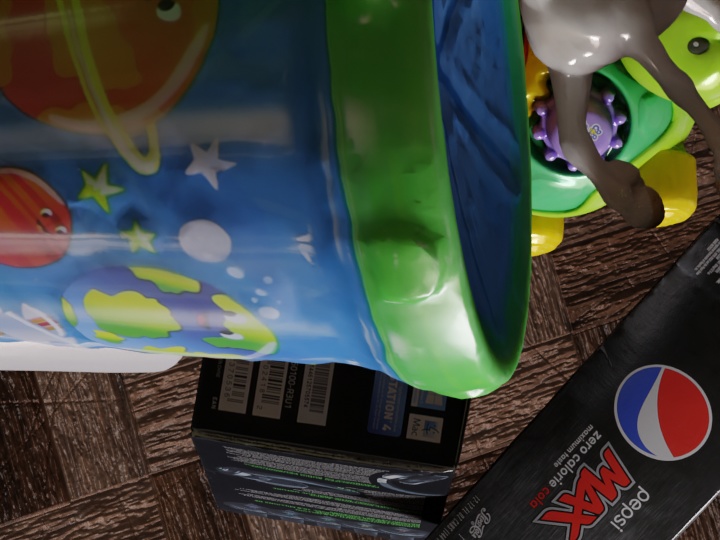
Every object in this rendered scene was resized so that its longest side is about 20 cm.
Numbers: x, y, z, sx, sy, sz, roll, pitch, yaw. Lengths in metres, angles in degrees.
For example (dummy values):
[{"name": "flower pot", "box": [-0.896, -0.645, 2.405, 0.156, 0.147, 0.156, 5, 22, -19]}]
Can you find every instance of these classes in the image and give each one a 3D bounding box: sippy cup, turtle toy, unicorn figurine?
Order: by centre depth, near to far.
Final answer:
[{"name": "sippy cup", "box": [-0.037, -0.038, 0.555, 0.130, 0.178, 0.140, -4, -148, 12]}, {"name": "unicorn figurine", "box": [0.092, -0.090, 0.869, 0.074, 0.138, 0.200, -26, -169, 26]}, {"name": "turtle toy", "box": [0.105, -0.094, 1.214, 0.199, 0.146, 0.101, -13, 161, 38]}]

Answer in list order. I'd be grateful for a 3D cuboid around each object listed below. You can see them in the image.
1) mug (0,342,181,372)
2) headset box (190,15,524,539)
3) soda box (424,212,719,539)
[{"name": "mug", "box": [-0.189, -0.008, 1.392, 0.153, 0.150, 0.186, -8, 171, -28]}, {"name": "headset box", "box": [0.000, 0.000, 0.964, 0.092, 0.175, 0.200, 9, 166, 2]}, {"name": "soda box", "box": [0.093, 0.060, 0.900, 0.200, 0.063, 0.071, -50, 173, 30]}]
